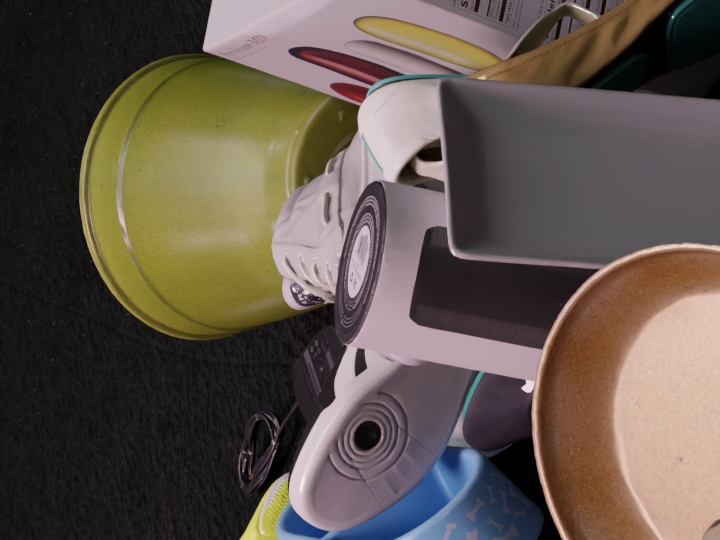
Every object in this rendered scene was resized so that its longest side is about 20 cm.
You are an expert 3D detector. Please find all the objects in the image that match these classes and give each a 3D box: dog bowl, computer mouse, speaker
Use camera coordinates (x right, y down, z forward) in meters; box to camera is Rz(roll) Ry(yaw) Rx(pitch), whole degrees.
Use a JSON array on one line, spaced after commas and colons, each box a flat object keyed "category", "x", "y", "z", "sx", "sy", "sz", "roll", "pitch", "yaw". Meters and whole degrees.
[{"category": "dog bowl", "x": 0.021, "y": 0.145, "z": 1.157, "sx": 0.111, "sy": 0.050, "sz": 0.200, "roll": -39, "pitch": 16, "yaw": -22}, {"category": "computer mouse", "x": -0.036, "y": 0.097, "z": 1.398, "sx": 0.200, "sy": 0.034, "sz": 0.059, "roll": -50, "pitch": 50, "yaw": 48}, {"category": "speaker", "x": 0.093, "y": 0.015, "z": 0.977, "sx": 0.081, "sy": 0.199, "sz": 0.082, "roll": -168, "pitch": 90, "yaw": -76}]

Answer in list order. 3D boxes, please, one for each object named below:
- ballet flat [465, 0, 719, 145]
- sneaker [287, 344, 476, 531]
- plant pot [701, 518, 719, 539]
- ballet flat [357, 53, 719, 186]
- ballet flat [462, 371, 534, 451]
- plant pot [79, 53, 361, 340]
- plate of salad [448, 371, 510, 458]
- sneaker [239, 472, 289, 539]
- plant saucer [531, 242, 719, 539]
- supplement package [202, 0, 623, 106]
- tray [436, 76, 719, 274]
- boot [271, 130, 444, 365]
[{"category": "ballet flat", "x": 0.135, "y": -0.123, "z": 1.018, "sx": 0.063, "sy": 0.200, "sz": 0.069, "roll": 49, "pitch": 162, "yaw": 25}, {"category": "sneaker", "x": 0.011, "y": 0.049, "z": 1.152, "sx": 0.200, "sy": 0.073, "sz": 0.112, "roll": -55, "pitch": 31, "yaw": -8}, {"category": "plant pot", "x": 0.164, "y": 0.200, "z": 0.771, "sx": 0.200, "sy": 0.200, "sz": 0.184, "roll": -2, "pitch": 62, "yaw": 63}, {"category": "ballet flat", "x": 0.099, "y": -0.076, "z": 1.069, "sx": 0.069, "sy": 0.199, "sz": 0.070, "roll": 171, "pitch": 90, "yaw": -88}, {"category": "ballet flat", "x": 0.124, "y": 0.030, "z": 1.066, "sx": 0.200, "sy": 0.073, "sz": 0.073, "roll": -57, "pitch": 29, "yaw": 17}, {"category": "plant pot", "x": -0.051, "y": -0.053, "z": 1.358, "sx": 0.192, "sy": 0.200, "sz": 0.201, "roll": -2, "pitch": 73, "yaw": 50}, {"category": "plate of salad", "x": 0.073, "y": 0.013, "z": 1.201, "sx": 0.200, "sy": 0.048, "sz": 0.201, "roll": -16, "pitch": 70, "yaw": 53}, {"category": "sneaker", "x": -0.071, "y": 0.227, "z": 1.306, "sx": 0.200, "sy": 0.076, "sz": 0.105, "roll": -56, "pitch": -3, "yaw": -36}, {"category": "plant saucer", "x": 0.166, "y": 0.082, "z": 0.900, "sx": 0.200, "sy": 0.035, "sz": 0.201, "roll": 15, "pitch": 113, "yaw": 39}, {"category": "supplement package", "x": 0.045, "y": -0.184, "z": 1.202, "sx": 0.191, "sy": 0.199, "sz": 0.148, "roll": -15, "pitch": 61, "yaw": 61}, {"category": "tray", "x": 0.134, "y": -0.037, "z": 0.951, "sx": 0.022, "sy": 0.199, "sz": 0.108, "roll": 105, "pitch": 166, "yaw": -51}, {"category": "boot", "x": 0.000, "y": 0.000, "z": 1.094, "sx": 0.095, "sy": 0.074, "sz": 0.200, "roll": -38, "pitch": 25, "yaw": 25}]
